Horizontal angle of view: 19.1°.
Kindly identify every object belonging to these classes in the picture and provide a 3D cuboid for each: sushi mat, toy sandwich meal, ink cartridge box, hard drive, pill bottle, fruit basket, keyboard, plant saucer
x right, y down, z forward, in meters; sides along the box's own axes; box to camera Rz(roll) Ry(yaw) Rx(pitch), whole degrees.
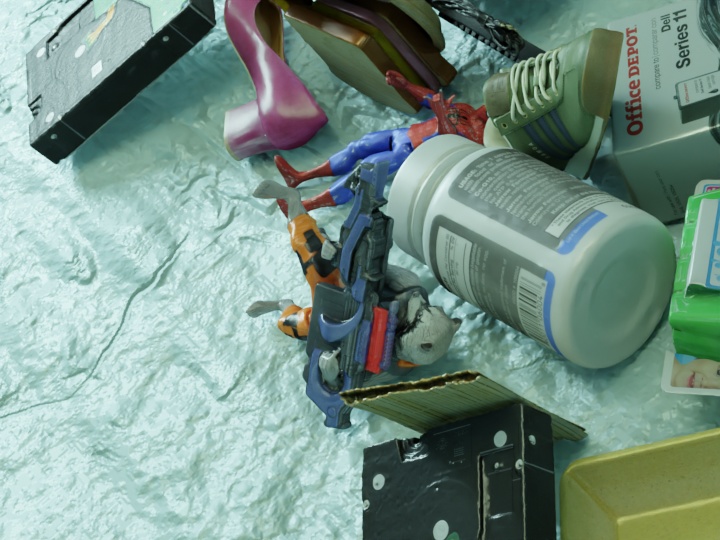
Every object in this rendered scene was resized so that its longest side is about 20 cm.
[{"bbox_3d":[0.071,0.094,1.383,0.095,0.200,0.012,-12,71,23],"label":"sushi mat"},{"bbox_3d":[-0.019,-0.201,1.694,0.204,0.205,0.071,26,85,43],"label":"toy sandwich meal"},{"bbox_3d":[0.280,-0.130,1.531,0.198,0.083,0.148,-16,45,19],"label":"ink cartridge box"},{"bbox_3d":[-0.211,-0.200,1.870,0.200,0.038,0.140,-39,37,21],"label":"hard drive"},{"bbox_3d":[0.115,-0.020,1.509,0.114,0.114,0.199,-46,45,-14],"label":"pill bottle"},{"bbox_3d":[0.303,0.005,1.392,0.198,0.094,0.186,-2,51,25],"label":"fruit basket"},{"bbox_3d":[0.112,-0.174,1.645,0.021,0.127,0.200,-56,43,3],"label":"keyboard"},{"bbox_3d":[0.223,0.191,1.304,0.198,0.049,0.201,-15,45,19],"label":"plant saucer"},{"bbox_3d":[0.061,0.196,1.339,0.139,0.038,0.202,-20,59,39],"label":"hard drive"}]

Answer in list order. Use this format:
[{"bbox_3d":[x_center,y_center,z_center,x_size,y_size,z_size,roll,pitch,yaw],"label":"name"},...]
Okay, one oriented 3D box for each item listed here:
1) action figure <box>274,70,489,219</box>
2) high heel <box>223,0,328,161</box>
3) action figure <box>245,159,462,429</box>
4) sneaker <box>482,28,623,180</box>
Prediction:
[{"bbox_3d":[0.018,-0.110,1.664,0.198,0.099,0.066,-17,46,14],"label":"action figure"},{"bbox_3d":[-0.064,-0.187,1.793,0.095,0.067,0.201,-17,49,27],"label":"high heel"},{"bbox_3d":[0.000,0.000,1.554,0.104,0.202,0.193,-8,32,-44],"label":"action figure"},{"bbox_3d":[0.130,-0.118,1.520,0.089,0.200,0.068,11,73,2],"label":"sneaker"}]
